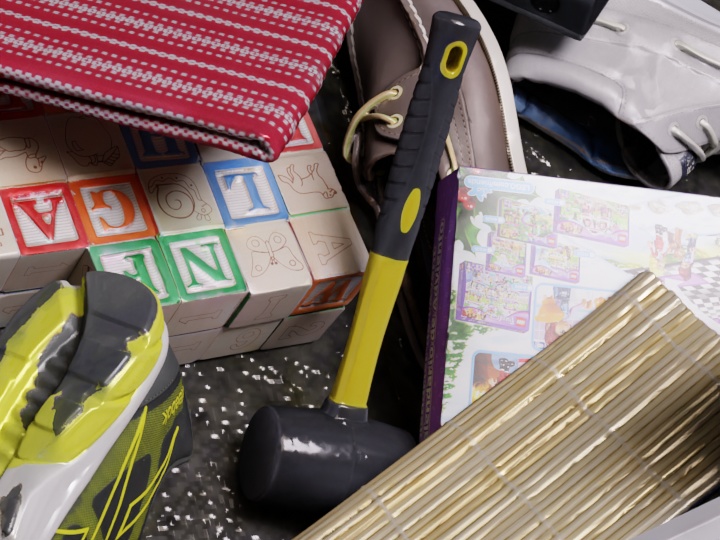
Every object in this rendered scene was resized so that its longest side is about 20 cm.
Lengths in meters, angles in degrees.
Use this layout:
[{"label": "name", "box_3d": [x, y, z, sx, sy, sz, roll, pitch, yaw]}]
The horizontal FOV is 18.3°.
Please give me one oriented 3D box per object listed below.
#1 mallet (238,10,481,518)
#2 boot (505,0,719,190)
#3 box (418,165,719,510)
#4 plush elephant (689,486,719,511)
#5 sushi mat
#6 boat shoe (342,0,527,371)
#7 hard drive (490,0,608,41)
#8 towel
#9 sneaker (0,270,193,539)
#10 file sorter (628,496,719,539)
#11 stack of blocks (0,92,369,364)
[{"label": "mallet", "box_3d": [0.000, 0.000, 0.839, 0.066, 0.201, 0.041, 3, 15, -23]}, {"label": "boot", "box_3d": [0.157, -0.069, 1.031, 0.199, 0.074, 0.096, 25, 57, -2]}, {"label": "box", "box_3d": [0.124, 0.039, 0.879, 0.199, 0.039, 0.137, 7, 81, -10]}, {"label": "plush elephant", "box_3d": [0.114, 0.184, 0.763, 0.155, 0.200, 0.165, 52, 22, 7]}, {"label": "sushi mat", "box_3d": [0.057, 0.083, 0.805, 0.200, 0.012, 0.096, -36, 51, -13]}, {"label": "boat shoe", "box_3d": [0.029, -0.045, 0.939, 0.059, 0.072, 0.201, -5, 69, -34]}, {"label": "hard drive", "box_3d": [0.041, -0.195, 1.028, 0.200, 0.033, 0.140, 26, 49, 10]}, {"label": "towel", "box_3d": [-0.078, -0.101, 0.873, 0.144, 0.023, 0.200, 14, 28, 4]}, {"label": "sneaker", "box_3d": [-0.118, 0.098, 0.765, 0.074, 0.085, 0.200, 20, 63, 37]}, {"label": "file sorter", "box_3d": [0.069, 0.175, 0.613, 0.199, 0.125, 0.139, -25, 106, -3]}, {"label": "stack of blocks", "box_3d": [-0.108, -0.021, 0.855, 0.199, 0.059, 0.115, -8, 65, -32]}]
